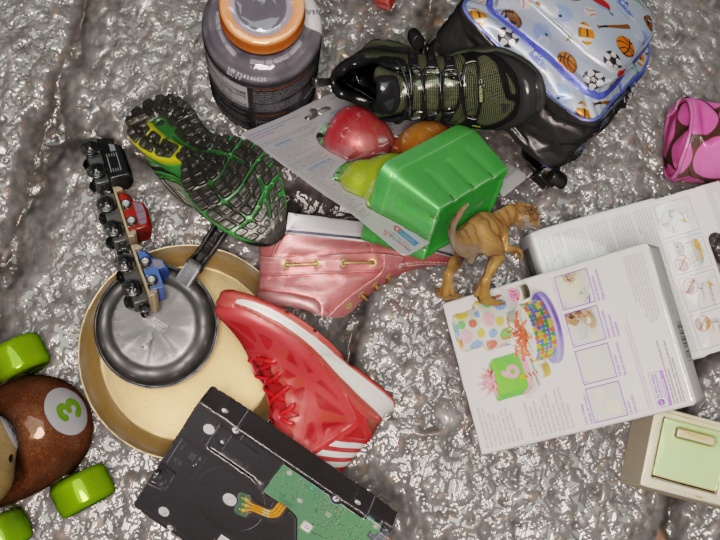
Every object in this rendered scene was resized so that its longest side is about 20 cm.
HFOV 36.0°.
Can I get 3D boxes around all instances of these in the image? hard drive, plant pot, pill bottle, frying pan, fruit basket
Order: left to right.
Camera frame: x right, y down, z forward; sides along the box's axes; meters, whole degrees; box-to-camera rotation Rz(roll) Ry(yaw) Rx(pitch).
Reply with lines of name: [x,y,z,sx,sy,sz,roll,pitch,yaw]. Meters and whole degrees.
plant pot: [-0.161,0.076,1.035,0.199,0.027,0.201,1,81,-5]
frying pan: [-0.157,0.028,1.018,0.190,0.031,0.115,-35,86,-6]
pill bottle: [-0.088,-0.201,0.997,0.106,0.200,0.107,1,81,-5]
hard drive: [-0.084,0.210,0.977,0.200,0.038,0.140,34,117,1]
fruit basket: [0.022,-0.097,1.009,0.200,0.094,0.185,32,42,27]

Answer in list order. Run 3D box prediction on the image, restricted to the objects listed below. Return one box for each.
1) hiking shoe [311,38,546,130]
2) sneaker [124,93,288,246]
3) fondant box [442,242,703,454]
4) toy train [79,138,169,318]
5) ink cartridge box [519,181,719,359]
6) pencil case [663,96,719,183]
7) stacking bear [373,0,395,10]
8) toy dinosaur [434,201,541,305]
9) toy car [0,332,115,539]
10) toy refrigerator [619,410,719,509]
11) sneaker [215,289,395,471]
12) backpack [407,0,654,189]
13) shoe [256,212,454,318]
hiking shoe: [0.058,-0.149,0.948,0.101,0.199,0.076,-34,127,-45]
sneaker: [-0.129,-0.084,1.007,0.078,0.085,0.200,-40,56,-12]
fondant box: [0.189,0.073,1.003,0.199,0.058,0.145,-18,82,23]
toy train: [-0.214,-0.043,1.017,0.046,0.034,0.200,-15,60,-15]
ink cartridge box: [0.272,0.018,1.070,0.199,0.057,0.163,-15,82,-11]
pencil case: [0.397,-0.133,1.084,0.199,0.091,0.094,-1,81,-3]
stacking bear: [-0.049,-0.336,1.070,0.199,0.122,0.114,14,121,10]
toy dinosaur: [0.097,-0.023,0.958,0.060,0.200,0.107,16,106,24]
toy car: [-0.310,0.146,0.924,0.157,0.200,0.165,-27,84,-8]
toy refrigerator: [0.354,0.188,1.037,0.199,0.070,0.076,15,80,-1]
sneaker: [-0.067,0.111,0.983,0.200,0.078,0.116,38,75,-19]
backpack: [0.177,-0.208,1.030,0.200,0.154,0.190,46,39,1]
shoe: [0.000,0.000,1.034,0.199,0.071,0.091,6,91,-18]
